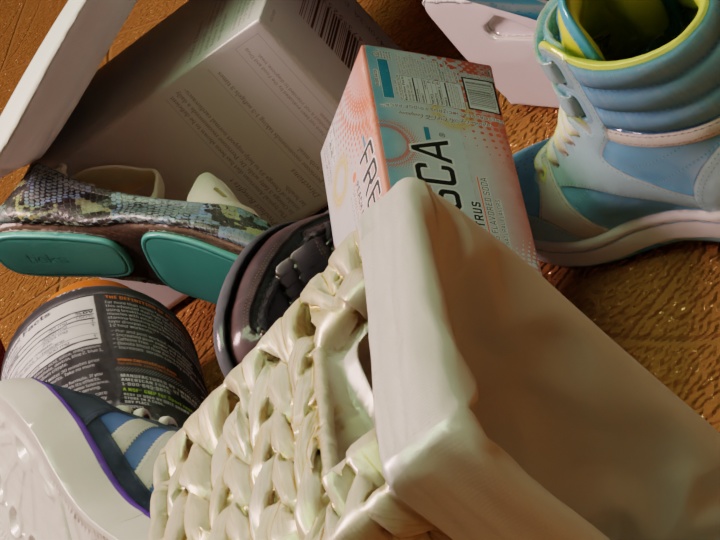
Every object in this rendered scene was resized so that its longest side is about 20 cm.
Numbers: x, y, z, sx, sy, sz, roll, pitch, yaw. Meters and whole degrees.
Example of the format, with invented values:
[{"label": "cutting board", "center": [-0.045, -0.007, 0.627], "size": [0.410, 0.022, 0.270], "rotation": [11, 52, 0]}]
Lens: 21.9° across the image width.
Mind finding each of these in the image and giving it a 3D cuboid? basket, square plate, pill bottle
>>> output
[{"label": "basket", "center": [0.046, 0.097, 0.522], "size": [0.123, 0.200, 0.136], "rotation": [-43, 23, 19]}, {"label": "square plate", "center": [-0.162, -0.133, 1.070], "size": [0.199, 0.028, 0.200], "rotation": [-60, 14, -8]}, {"label": "pill bottle", "center": [-0.126, 0.075, 0.928], "size": [0.106, 0.106, 0.200], "rotation": [-42, 25, 8]}]

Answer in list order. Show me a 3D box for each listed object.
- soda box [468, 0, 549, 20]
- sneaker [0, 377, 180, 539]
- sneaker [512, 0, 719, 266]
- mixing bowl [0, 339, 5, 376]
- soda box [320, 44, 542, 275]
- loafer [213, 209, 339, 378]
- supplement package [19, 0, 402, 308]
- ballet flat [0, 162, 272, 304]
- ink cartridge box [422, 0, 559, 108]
[{"label": "soda box", "center": [0.095, -0.146, 0.784], "size": [0.064, 0.198, 0.068], "rotation": [96, -167, -60]}, {"label": "sneaker", "center": [-0.059, 0.097, 0.772], "size": [0.200, 0.145, 0.081], "rotation": [33, 124, 49]}, {"label": "sneaker", "center": [0.099, -0.071, 0.769], "size": [0.199, 0.131, 0.080], "rotation": [-10, 43, 54]}, {"label": "mixing bowl", "center": [-0.247, 0.117, 0.988], "size": [0.200, 0.200, 0.108], "rotation": [-49, 50, -8]}, {"label": "soda box", "center": [0.030, 0.000, 0.761], "size": [0.069, 0.063, 0.201], "rotation": [113, 157, -43]}, {"label": "loafer", "center": [0.000, 0.000, 0.834], "size": [0.063, 0.072, 0.200], "rotation": [-22, 9, 28]}, {"label": "supplement package", "center": [-0.084, -0.084, 1.091], "size": [0.199, 0.117, 0.118], "rotation": [-31, 27, 27]}, {"label": "ballet flat", "center": [-0.108, -0.026, 1.008], "size": [0.198, 0.075, 0.075], "rotation": [10, 50, 18]}, {"label": "ink cartridge box", "center": [0.144, -0.176, 0.914], "size": [0.200, 0.085, 0.145], "rotation": [-49, 25, -13]}]
